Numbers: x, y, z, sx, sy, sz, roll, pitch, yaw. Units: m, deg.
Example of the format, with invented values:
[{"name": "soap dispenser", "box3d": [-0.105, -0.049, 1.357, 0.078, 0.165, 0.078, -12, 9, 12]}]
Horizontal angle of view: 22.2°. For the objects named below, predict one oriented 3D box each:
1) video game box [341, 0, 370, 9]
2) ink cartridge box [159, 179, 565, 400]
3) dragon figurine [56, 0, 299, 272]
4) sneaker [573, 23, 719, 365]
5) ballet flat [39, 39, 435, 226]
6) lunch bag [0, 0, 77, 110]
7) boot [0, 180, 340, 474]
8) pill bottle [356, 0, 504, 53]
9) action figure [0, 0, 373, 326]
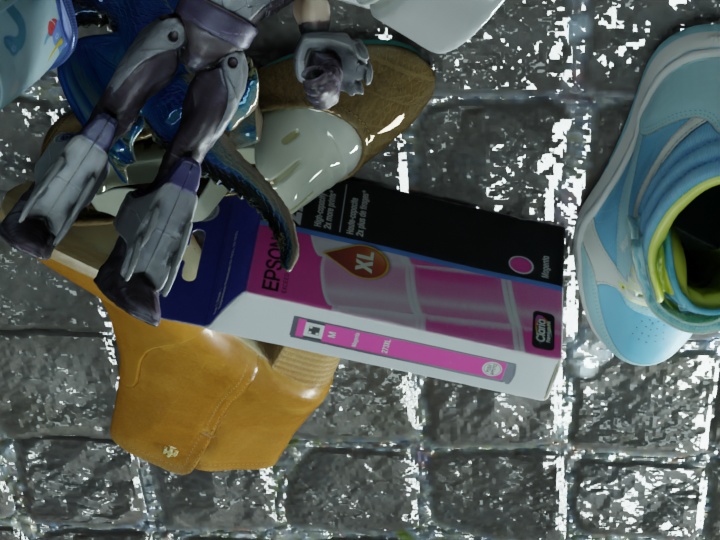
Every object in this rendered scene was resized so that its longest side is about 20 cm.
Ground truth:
[{"name": "video game box", "box3d": [-0.058, -0.210, 0.728, 0.199, 0.047, 0.183, 15, 131, -7]}, {"name": "ink cartridge box", "box3d": [0.000, 0.000, 0.885, 0.198, 0.095, 0.037, 11, 134, -3]}, {"name": "dragon figurine", "box3d": [-0.096, -0.076, 0.799, 0.099, 0.201, 0.059, -20, 172, -4]}, {"name": "sneaker", "box3d": [0.144, 0.001, 0.844, 0.079, 0.131, 0.201, 6, 134, 0]}, {"name": "ballet flat", "box3d": [-0.061, -0.054, 0.857, 0.198, 0.073, 0.068, -8, 135, 14]}, {"name": "lunch bag", "box3d": [-0.216, -0.149, 0.735, 0.160, 0.083, 0.201, -8, 117, 32]}, {"name": "boot", "box3d": [-0.110, 0.041, 0.954, 0.200, 0.071, 0.144, 19, 130, -18]}, {"name": "pill bottle", "box3d": [-0.029, -0.167, 0.648, 0.199, 0.115, 0.114, 32, 129, -16]}, {"name": "action figure", "box3d": [-0.064, -0.084, 0.727, 0.130, 0.069, 0.201, 27, 94, -9]}]
